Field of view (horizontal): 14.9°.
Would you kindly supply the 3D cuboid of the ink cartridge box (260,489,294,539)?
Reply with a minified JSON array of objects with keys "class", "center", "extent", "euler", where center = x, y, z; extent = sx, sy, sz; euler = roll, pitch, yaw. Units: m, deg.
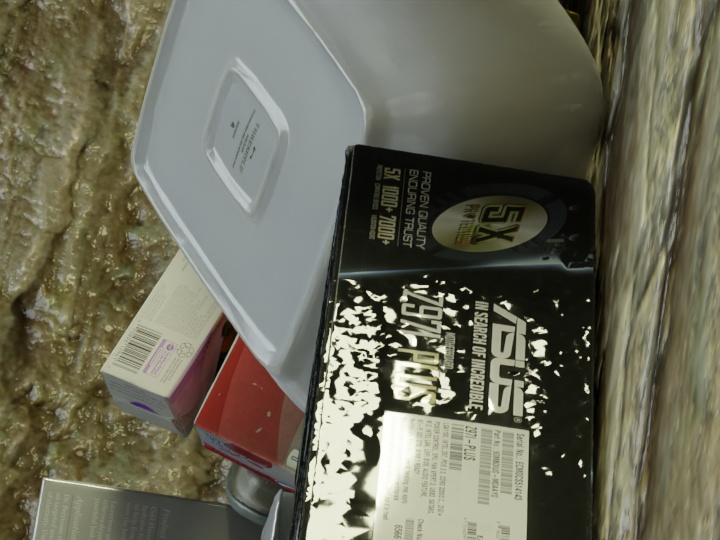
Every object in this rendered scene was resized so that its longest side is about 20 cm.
[{"class":"ink cartridge box","center":[-0.013,0.155,1.117],"extent":[0.200,0.068,0.116],"euler":[108,170,-80]}]

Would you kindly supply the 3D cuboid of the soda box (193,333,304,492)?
[{"class":"soda box","center":[0.000,0.000,1.224],"extent":[0.200,0.070,0.063],"euler":[-63,-5,-11]}]

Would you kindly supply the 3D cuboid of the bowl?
[{"class":"bowl","center":[-0.014,-0.050,1.013],"extent":[0.200,0.075,0.200],"euler":[55,139,35]}]

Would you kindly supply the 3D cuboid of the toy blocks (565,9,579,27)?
[{"class":"toy blocks","center":[0.039,-0.074,1.141],"extent":[0.137,0.100,0.200],"euler":[-42,-35,-76]}]

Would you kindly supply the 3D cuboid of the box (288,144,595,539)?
[{"class":"box","center":[0.020,0.086,0.887],"extent":[0.200,0.086,0.164],"euler":[-84,3,-51]}]

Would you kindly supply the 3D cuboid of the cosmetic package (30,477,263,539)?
[{"class":"cosmetic package","center":[-0.060,0.164,1.304],"extent":[0.090,0.200,0.107],"euler":[127,154,-82]}]

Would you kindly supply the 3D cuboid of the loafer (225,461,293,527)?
[{"class":"loafer","center":[-0.005,0.047,1.307],"extent":[0.200,0.075,0.070],"euler":[-57,-22,-47]}]

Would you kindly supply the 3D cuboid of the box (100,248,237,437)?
[{"class":"box","center":[-0.051,-0.015,1.286],"extent":[0.200,0.041,0.039],"euler":[-59,-25,-24]}]
